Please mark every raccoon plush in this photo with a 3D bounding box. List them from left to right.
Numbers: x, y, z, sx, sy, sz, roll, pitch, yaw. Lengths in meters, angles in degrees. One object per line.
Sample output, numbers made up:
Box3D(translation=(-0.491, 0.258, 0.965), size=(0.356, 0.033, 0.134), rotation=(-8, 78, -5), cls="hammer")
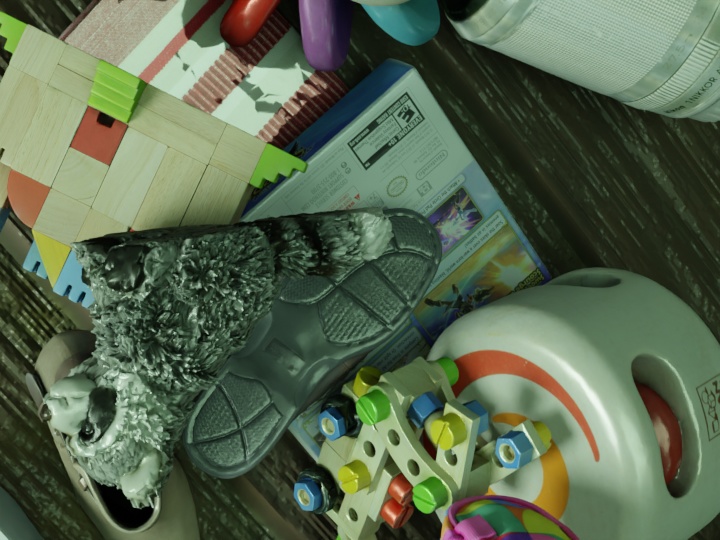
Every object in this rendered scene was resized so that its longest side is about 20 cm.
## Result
Box3D(translation=(-0.070, 0.045, 0.790), size=(0.197, 0.097, 0.136), rotation=(-6, 96, -9), cls="raccoon plush")

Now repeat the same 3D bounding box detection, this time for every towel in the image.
Box3D(translation=(-0.092, -0.102, 0.946), size=(0.144, 0.023, 0.200), rotation=(-47, 109, -7), cls="towel")

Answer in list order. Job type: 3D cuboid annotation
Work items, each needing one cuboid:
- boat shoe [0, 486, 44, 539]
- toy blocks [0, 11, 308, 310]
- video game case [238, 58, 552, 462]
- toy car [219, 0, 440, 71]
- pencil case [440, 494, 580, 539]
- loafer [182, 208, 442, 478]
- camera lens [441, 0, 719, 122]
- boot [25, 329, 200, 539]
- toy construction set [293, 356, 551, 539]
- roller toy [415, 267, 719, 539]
Box3D(translation=(-0.225, 0.204, 0.931), size=(0.086, 0.075, 0.203), rotation=(-37, 116, -4), cls="boat shoe")
Box3D(translation=(-0.147, -0.042, 0.859), size=(0.198, 0.100, 0.138), rotation=(26, 91, -1), cls="toy blocks")
Box3D(translation=(0.000, 0.000, 0.960), size=(0.200, 0.045, 0.182), rotation=(-41, 117, -7), cls="video game case")
Box3D(translation=(-0.027, -0.191, 0.872), size=(0.197, 0.176, 0.152), rotation=(12, 121, 2), cls="toy car")
Box3D(translation=(0.061, 0.226, 0.819), size=(0.087, 0.088, 0.203), rotation=(10, 104, -17), cls="pencil case")
Box3D(translation=(-0.031, 0.042, 0.910), size=(0.072, 0.063, 0.200), rotation=(43, 82, 4), cls="loafer")
Box3D(translation=(0.159, -0.193, 0.932), size=(0.198, 0.160, 0.162), rotation=(18, 93, -18), cls="camera lens")
Box3D(translation=(-0.140, 0.127, 0.899), size=(0.070, 0.146, 0.202), rotation=(-29, 105, -10), cls="boot")
Box3D(translation=(0.022, 0.136, 0.897), size=(0.092, 0.131, 0.202), rotation=(-8, 132, -52), cls="toy construction set")
Box3D(translation=(0.138, 0.098, 0.927), size=(0.139, 0.200, 0.184), rotation=(-19, 139, -44), cls="roller toy")
